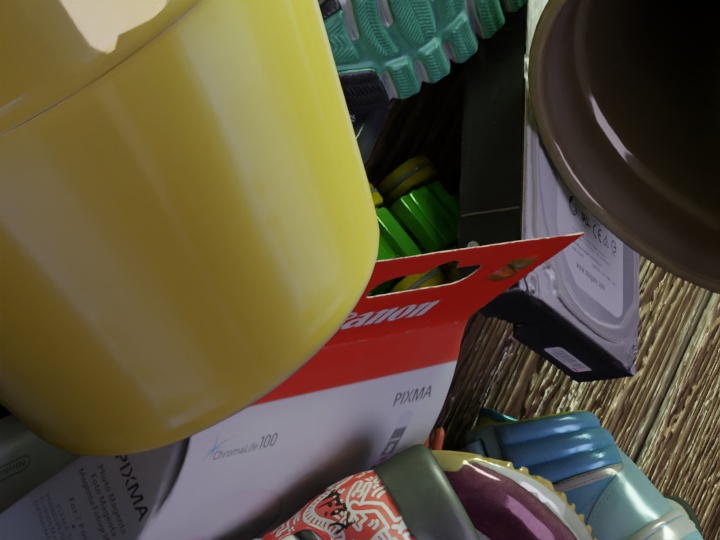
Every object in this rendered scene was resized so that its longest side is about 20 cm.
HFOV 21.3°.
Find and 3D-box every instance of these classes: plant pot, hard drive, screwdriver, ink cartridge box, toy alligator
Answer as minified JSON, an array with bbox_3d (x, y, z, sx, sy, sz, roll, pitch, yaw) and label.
[{"bbox_3d":[-0.090,-0.055,0.563,0.201,0.201,0.189,-48,124,-31],"label":"plant pot"},{"bbox_3d":[0.094,-0.061,0.920,0.140,0.038,0.200,35,52,-54],"label":"hard drive"},{"bbox_3d":[0.198,-0.111,0.844,0.174,0.200,0.200,-56,142,-38],"label":"plant pot"},{"bbox_3d":[-0.028,-0.020,0.807,0.029,0.028,0.200,48,47,-23],"label":"screwdriver"},{"bbox_3d":[-0.020,0.059,0.722,0.163,0.200,0.057,-9,72,-51],"label":"ink cartridge box"},{"bbox_3d":[0.000,0.000,0.871,0.200,0.059,0.054,-29,167,-44],"label":"toy alligator"}]

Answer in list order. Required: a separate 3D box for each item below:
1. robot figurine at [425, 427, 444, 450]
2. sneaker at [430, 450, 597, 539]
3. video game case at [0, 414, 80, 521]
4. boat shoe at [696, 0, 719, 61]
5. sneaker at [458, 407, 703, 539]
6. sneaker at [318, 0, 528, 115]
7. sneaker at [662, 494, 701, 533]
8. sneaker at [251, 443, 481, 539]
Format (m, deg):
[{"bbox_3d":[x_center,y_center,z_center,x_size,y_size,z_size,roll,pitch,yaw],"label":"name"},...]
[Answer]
[{"bbox_3d":[0.019,0.170,0.900,0.144,0.117,0.200,12,86,-48],"label":"robot figurine"},{"bbox_3d":[0.062,0.162,0.802,0.090,0.075,0.200,-59,135,-35],"label":"sneaker"},{"bbox_3d":[-0.108,0.131,0.800,0.200,0.024,0.182,-25,124,-47],"label":"video game case"},{"bbox_3d":[0.160,-0.188,0.959,0.072,0.065,0.200,25,65,-62],"label":"boat shoe"},{"bbox_3d":[0.067,0.150,1.009,0.200,0.131,0.080,-36,162,8],"label":"sneaker"},{"bbox_3d":[0.028,-0.142,0.845,0.200,0.088,0.074,-31,139,-13],"label":"sneaker"},{"bbox_3d":[0.138,0.173,1.112,0.200,0.074,0.079,-26,119,-46],"label":"sneaker"},{"bbox_3d":[0.023,0.176,0.735,0.108,0.067,0.201,-28,98,-1],"label":"sneaker"}]
